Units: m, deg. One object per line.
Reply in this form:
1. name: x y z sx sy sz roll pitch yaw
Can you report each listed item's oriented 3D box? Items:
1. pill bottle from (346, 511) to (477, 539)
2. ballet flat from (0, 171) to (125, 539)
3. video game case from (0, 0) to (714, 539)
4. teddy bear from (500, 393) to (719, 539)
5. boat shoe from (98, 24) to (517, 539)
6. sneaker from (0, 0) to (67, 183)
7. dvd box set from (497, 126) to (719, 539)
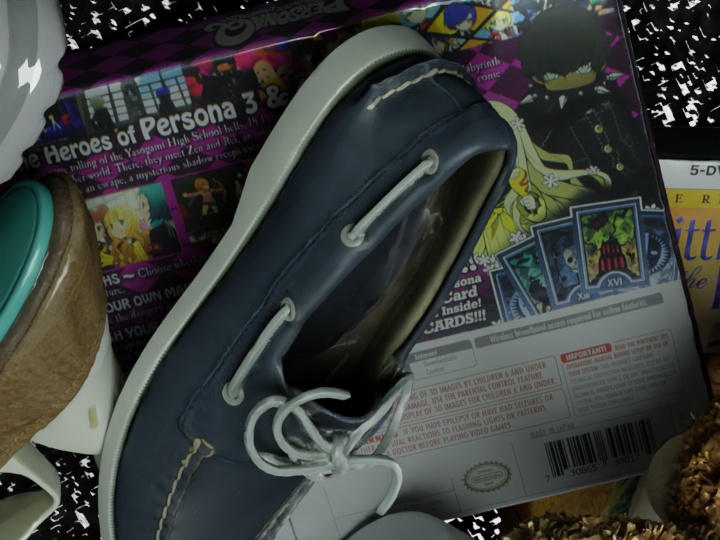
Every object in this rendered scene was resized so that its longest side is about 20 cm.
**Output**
1. pill bottle: 0.073 0.163 0.954 0.199 0.117 0.117 32 104 -29
2. ballet flat: -0.116 0.049 0.894 0.072 0.068 0.200 24 124 -26
3. video game case: 0.000 0.000 0.916 0.199 0.036 0.182 -14 118 6
4. teddy bear: 0.093 0.123 0.872 0.144 0.067 0.202 9 86 -30
5. boat shoe: -0.014 0.026 0.865 0.075 0.062 0.201 6 121 -49
6. sneaker: -0.163 -0.019 0.849 0.082 0.075 0.201 15 123 -30
7. dvd box set: 0.125 0.048 0.995 0.145 0.029 0.201 1 115 -15
